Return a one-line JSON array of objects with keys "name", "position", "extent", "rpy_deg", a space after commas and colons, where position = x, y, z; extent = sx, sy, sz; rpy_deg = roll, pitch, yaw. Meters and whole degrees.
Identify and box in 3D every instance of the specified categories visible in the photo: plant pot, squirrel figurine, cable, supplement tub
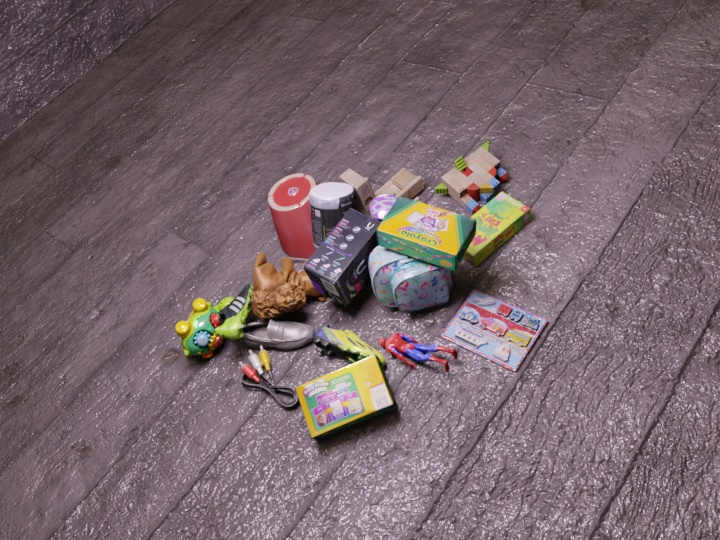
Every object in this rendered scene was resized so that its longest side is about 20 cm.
[{"name": "plant pot", "position": [-0.162, -0.162, 1.798], "extent": [0.199, 0.178, 0.201], "rpy_deg": [-11, 49, 12]}, {"name": "squirrel figurine", "position": [-0.183, 0.054, 1.662], "extent": [0.185, 0.142, 0.200], "rpy_deg": [2, 34, 2]}, {"name": "cable", "position": [-0.230, 0.272, 1.554], "extent": [0.097, 0.050, 0.200], "rpy_deg": [-39, 48, -11]}, {"name": "supplement tub", "position": [-0.069, -0.121, 1.692], "extent": [0.122, 0.201, 0.123], "rpy_deg": [-2, 28, 1]}]

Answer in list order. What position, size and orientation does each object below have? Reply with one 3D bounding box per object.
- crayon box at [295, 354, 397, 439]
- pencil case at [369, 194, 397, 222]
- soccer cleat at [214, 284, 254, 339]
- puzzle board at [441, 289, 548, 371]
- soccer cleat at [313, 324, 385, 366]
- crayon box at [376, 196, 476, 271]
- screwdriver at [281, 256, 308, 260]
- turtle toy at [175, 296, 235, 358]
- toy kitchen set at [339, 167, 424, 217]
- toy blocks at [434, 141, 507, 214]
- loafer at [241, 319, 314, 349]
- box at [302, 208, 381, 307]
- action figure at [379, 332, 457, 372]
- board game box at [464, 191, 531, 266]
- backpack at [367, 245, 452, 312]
[{"name": "crayon box", "position": [-0.033, 0.283, 1.430], "extent": [0.199, 0.058, 0.119], "rpy_deg": [-23, 68, 4]}, {"name": "pencil case", "position": [0.088, -0.114, 1.653], "extent": [0.085, 0.200, 0.084], "rpy_deg": [10, 67, 26]}, {"name": "soccer cleat", "position": [-0.319, 0.100, 1.641], "extent": [0.080, 0.068, 0.200], "rpy_deg": [3, 35, 4]}, {"name": "puzzle board", "position": [0.308, 0.132, 1.483], "extent": [0.199, 0.017, 0.151], "rpy_deg": [24, 64, 35]}, {"name": "soccer cleat", "position": [-0.022, 0.177, 1.544], "extent": [0.199, 0.065, 0.084], "rpy_deg": [15, 48, 29]}, {"name": "crayon box", "position": [0.151, -0.087, 1.467], "extent": [0.199, 0.058, 0.119], "rpy_deg": [19, 56, 21]}, {"name": "screwdriver", "position": [-0.133, -0.026, 1.781], "extent": [0.199, 0.029, 0.028], "rpy_deg": [3, 54, 27]}, {"name": "turtle toy", "position": [-0.394, 0.145, 1.676], "extent": [0.101, 0.146, 0.200], "rpy_deg": [25, 60, 12]}, {"name": "toy kitchen set", "position": [0.089, -0.220, 1.746], "extent": [0.200, 0.181, 0.163], "rpy_deg": [-41, 51, -13]}, {"name": "toy blocks", "position": [0.322, -0.244, 1.746], "extent": [0.200, 0.100, 0.137], "rpy_deg": [-38, 61, -10]}, {"name": "loafer", "position": [-0.215, 0.160, 1.627], "extent": [0.199, 0.070, 0.070], "rpy_deg": [-7, 50, 16]}, {"name": "box", "position": [-0.030, -0.032, 1.585], "extent": [0.106, 0.122, 0.200], "rpy_deg": [27, 69, 28]}, {"name": "action figure", "position": [0.125, 0.188, 1.488], "extent": [0.199, 0.052, 0.066], "rpy_deg": [14, 53, 36]}, {"name": "board game box", "position": [0.332, -0.109, 1.649], "extent": [0.200, 0.048, 0.102], "rpy_deg": [-39, 49, -12]}, {"name": "backpack", "position": [0.120, 0.008, 1.548], "extent": [0.199, 0.178, 0.151], "rpy_deg": [-9, 48, 5]}]
